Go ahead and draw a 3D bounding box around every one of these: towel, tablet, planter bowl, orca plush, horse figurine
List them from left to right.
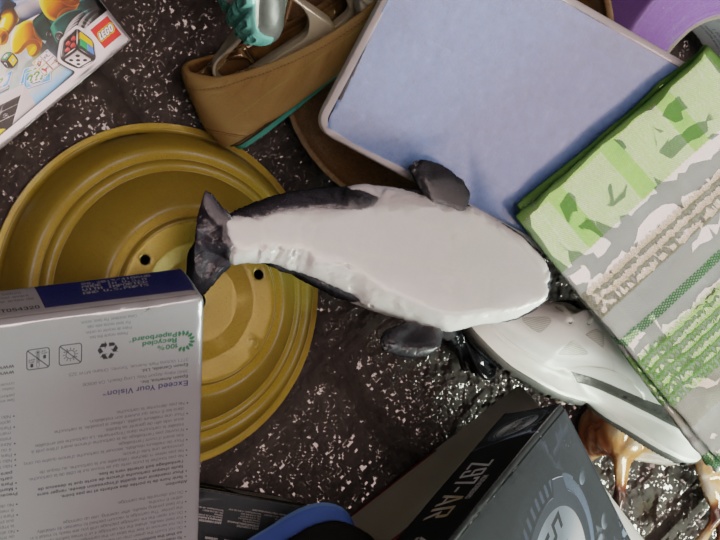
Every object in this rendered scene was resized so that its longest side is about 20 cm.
[{"bbox_3d":[-0.102,0.016,1.078,0.199,0.083,0.202,-1,92,-23],"label":"planter bowl"},{"bbox_3d":[0.000,0.000,1.052,0.199,0.071,0.106,-7,85,-17],"label":"orca plush"},{"bbox_3d":[0.090,-0.090,1.061,0.199,0.014,0.131,27,97,-12],"label":"tablet"},{"bbox_3d":[0.195,0.123,1.222,0.199,0.050,0.133,15,89,-17],"label":"horse figurine"},{"bbox_3d":[0.197,-0.005,1.077,0.149,0.031,0.200,-40,104,-2],"label":"towel"}]

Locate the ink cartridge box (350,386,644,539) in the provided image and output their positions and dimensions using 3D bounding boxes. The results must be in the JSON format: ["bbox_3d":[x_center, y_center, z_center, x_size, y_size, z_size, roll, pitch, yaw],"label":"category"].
[{"bbox_3d":[0.104,0.196,1.151,0.147,0.083,0.200,-37,105,0],"label":"ink cartridge box"}]

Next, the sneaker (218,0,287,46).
[{"bbox_3d":[-0.028,-0.218,1.041,0.091,0.078,0.201,8,87,-17],"label":"sneaker"}]

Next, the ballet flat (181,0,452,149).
[{"bbox_3d":[-0.014,-0.142,1.081,0.199,0.069,0.063,-34,114,10],"label":"ballet flat"}]

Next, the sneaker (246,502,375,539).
[{"bbox_3d":[-0.073,0.203,1.027,0.200,0.078,0.070,-36,122,-7],"label":"sneaker"}]

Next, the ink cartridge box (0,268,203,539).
[{"bbox_3d":[-0.181,0.105,1.001,0.195,0.043,0.201,-7,118,-22],"label":"ink cartridge box"}]

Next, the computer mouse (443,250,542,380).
[{"bbox_3d":[0.092,-0.042,1.176,0.110,0.044,0.201,42,73,-35],"label":"computer mouse"}]

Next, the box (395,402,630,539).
[{"bbox_3d":[0.099,0.199,1.035,0.160,0.043,0.201,-42,111,-45],"label":"box"}]

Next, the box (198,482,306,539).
[{"bbox_3d":[-0.137,0.193,1.085,0.199,0.051,0.159,12,86,-23],"label":"box"}]

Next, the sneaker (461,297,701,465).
[{"bbox_3d":[0.149,0.024,1.124,0.200,0.076,0.116,28,106,-23],"label":"sneaker"}]

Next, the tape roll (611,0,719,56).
[{"bbox_3d":[0.196,-0.090,1.180,0.199,0.065,0.201,-8,104,-36],"label":"tape roll"}]

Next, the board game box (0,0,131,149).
[{"bbox_3d":[-0.240,-0.113,1.045,0.200,0.035,0.126,-43,106,-16],"label":"board game box"}]

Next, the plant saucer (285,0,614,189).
[{"bbox_3d":[0.051,-0.127,1.121,0.199,0.035,0.202,-2,83,15],"label":"plant saucer"}]
